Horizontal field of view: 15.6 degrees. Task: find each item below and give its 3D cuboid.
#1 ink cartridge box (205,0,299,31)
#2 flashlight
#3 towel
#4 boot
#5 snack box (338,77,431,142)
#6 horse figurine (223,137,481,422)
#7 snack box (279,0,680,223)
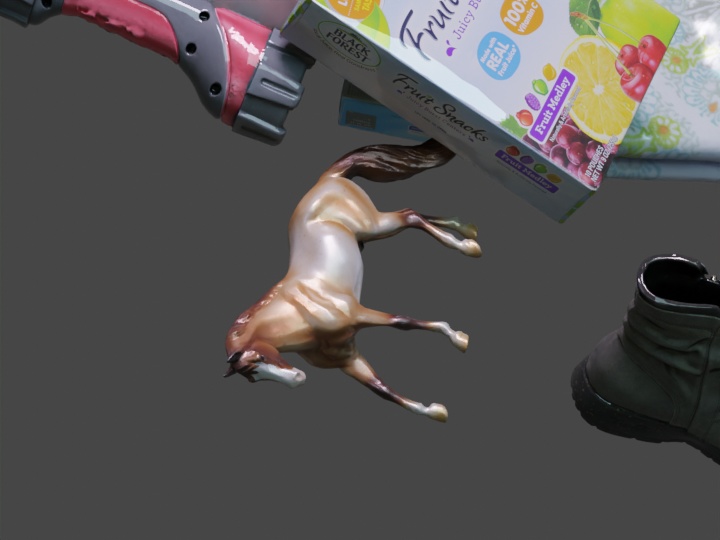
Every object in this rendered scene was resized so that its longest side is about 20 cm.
[{"bbox_3d":[-0.072,-0.236,1.601,0.146,0.083,0.200,27,50,-6],"label":"ink cartridge box"},{"bbox_3d":[-0.127,-0.138,1.524,0.200,0.068,0.068,22,35,-4],"label":"flashlight"},{"bbox_3d":[0.169,-0.136,1.664,0.199,0.048,0.172,1,56,-24],"label":"towel"},{"bbox_3d":[0.229,0.056,1.500,0.199,0.131,0.068,12,53,-17],"label":"boot"},{"bbox_3d":[0.062,-0.169,1.606,0.116,0.037,0.200,12,63,2],"label":"snack box"},{"bbox_3d":[0.000,0.000,1.486,0.132,0.050,0.200,16,56,-6],"label":"horse figurine"},{"bbox_3d":[0.072,-0.141,1.525,0.200,0.053,0.142,34,58,-8],"label":"snack box"}]
